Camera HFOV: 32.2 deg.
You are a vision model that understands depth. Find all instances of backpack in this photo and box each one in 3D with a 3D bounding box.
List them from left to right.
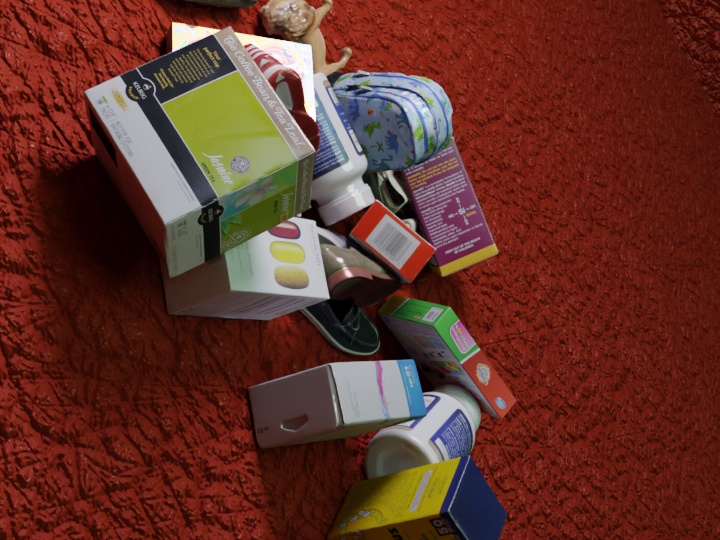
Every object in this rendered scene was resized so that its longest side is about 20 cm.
[{"bbox_3d":[0.040,-0.215,1.844,0.154,0.198,0.165,-44,131,-64],"label":"backpack"}]

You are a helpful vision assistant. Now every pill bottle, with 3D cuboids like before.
[{"bbox_3d":[-0.058,-0.171,1.789,0.111,0.110,0.201,-33,98,-57],"label":"pill bottle"},{"bbox_3d":[0.098,0.246,1.809,0.200,0.119,0.121,-36,104,-56],"label":"pill bottle"}]

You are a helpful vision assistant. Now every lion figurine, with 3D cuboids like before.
[{"bbox_3d":[-0.075,-0.335,1.895,0.123,0.072,0.201,-51,121,-45],"label":"lion figurine"}]

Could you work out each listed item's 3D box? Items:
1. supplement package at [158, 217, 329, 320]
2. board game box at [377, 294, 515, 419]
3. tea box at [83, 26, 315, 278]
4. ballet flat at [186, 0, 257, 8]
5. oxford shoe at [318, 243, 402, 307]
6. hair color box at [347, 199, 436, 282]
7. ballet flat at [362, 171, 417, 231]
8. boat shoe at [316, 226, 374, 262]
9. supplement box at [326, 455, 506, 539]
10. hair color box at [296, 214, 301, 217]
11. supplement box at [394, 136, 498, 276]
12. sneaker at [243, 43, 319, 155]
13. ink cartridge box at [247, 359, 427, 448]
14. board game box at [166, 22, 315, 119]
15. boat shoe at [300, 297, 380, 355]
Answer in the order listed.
[{"bbox_3d":[-0.147,-0.007,1.583,0.199,0.109,0.115,6,69,-55],"label":"supplement package"},{"bbox_3d":[0.130,0.130,1.889,0.040,0.153,0.201,-46,118,-19],"label":"board game box"},{"bbox_3d":[-0.183,-0.137,1.439,0.196,0.134,0.201,-27,68,-17],"label":"tea box"},{"bbox_3d":[-0.219,-0.395,1.743,0.199,0.046,0.068,-7,76,-52],"label":"ballet flat"},{"bbox_3d":[0.000,0.000,1.720,0.075,0.070,0.200,61,14,19],"label":"oxford shoe"},{"bbox_3d":[0.042,-0.039,1.796,0.111,0.064,0.200,39,-3,-2],"label":"hair color box"},{"bbox_3d":[0.054,-0.084,1.963,0.067,0.063,0.202,-30,99,-57],"label":"ballet flat"},{"bbox_3d":[-0.041,-0.020,1.799,0.200,0.070,0.072,37,25,-39],"label":"boat shoe"},{"bbox_3d":[0.075,0.338,1.652,0.109,0.199,0.110,57,36,-20],"label":"supplement box"},{"bbox_3d":[-0.166,-0.135,1.619,0.199,0.064,0.110,21,57,-50],"label":"hair color box"},{"bbox_3d":[0.132,-0.103,2.008,0.131,0.102,0.202,-124,-169,-84],"label":"supplement box"},{"bbox_3d":[-0.116,-0.208,1.586,0.078,0.201,0.116,-28,55,-21],"label":"sneaker"},{"bbox_3d":[-0.029,0.173,1.633,0.199,0.144,0.085,2,72,-56],"label":"ink cartridge box"},{"bbox_3d":[-0.160,-0.251,1.670,0.198,0.034,0.136,5,66,-22],"label":"board game box"},{"bbox_3d":[-0.027,0.058,1.774,0.200,0.062,0.075,44,39,-37],"label":"boat shoe"}]
